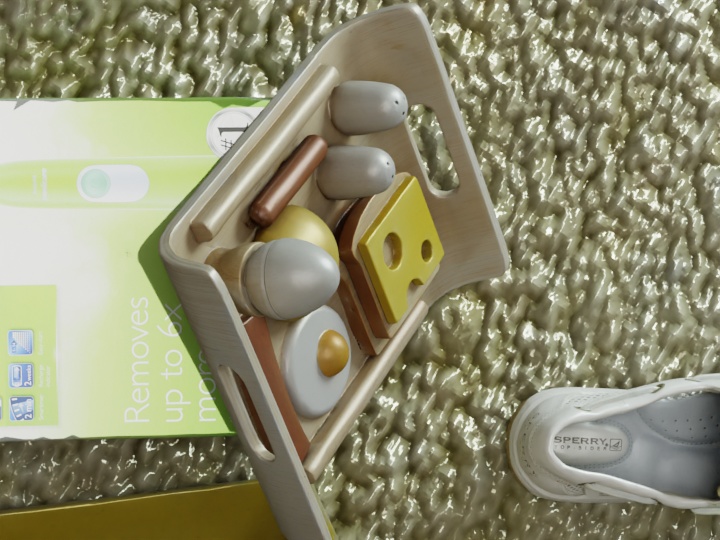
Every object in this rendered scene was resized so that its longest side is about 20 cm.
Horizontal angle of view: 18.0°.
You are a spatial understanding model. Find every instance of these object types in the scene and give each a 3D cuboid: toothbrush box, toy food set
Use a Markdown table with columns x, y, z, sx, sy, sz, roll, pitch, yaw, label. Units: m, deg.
| x | y | z | sx | sy | sz | roll | pitch | yaw | label |
| --- | --- | --- | --- | --- | --- | --- | --- | --- | --- |
| -0.132 | 0.000 | 0.985 | 0.199 | 0.086 | 0.146 | 0 | 90 | -8 | toothbrush box |
| 0.000 | 0.000 | 0.950 | 0.200 | 0.060 | 0.144 | -54 | 132 | -43 | toy food set |

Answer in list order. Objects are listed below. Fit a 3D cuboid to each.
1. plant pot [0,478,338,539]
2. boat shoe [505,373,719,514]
| x | y | z | sx | sy | sz | roll | pitch | yaw | label |
| --- | --- | --- | --- | --- | --- | --- | --- | --- | --- |
| -0.097 | 0.210 | 0.946 | 0.199 | 0.200 | 0.177 | -7 | 105 | -9 | plant pot |
| 0.171 | 0.081 | 1.040 | 0.199 | 0.069 | 0.071 | -5 | 89 | -10 | boat shoe |
